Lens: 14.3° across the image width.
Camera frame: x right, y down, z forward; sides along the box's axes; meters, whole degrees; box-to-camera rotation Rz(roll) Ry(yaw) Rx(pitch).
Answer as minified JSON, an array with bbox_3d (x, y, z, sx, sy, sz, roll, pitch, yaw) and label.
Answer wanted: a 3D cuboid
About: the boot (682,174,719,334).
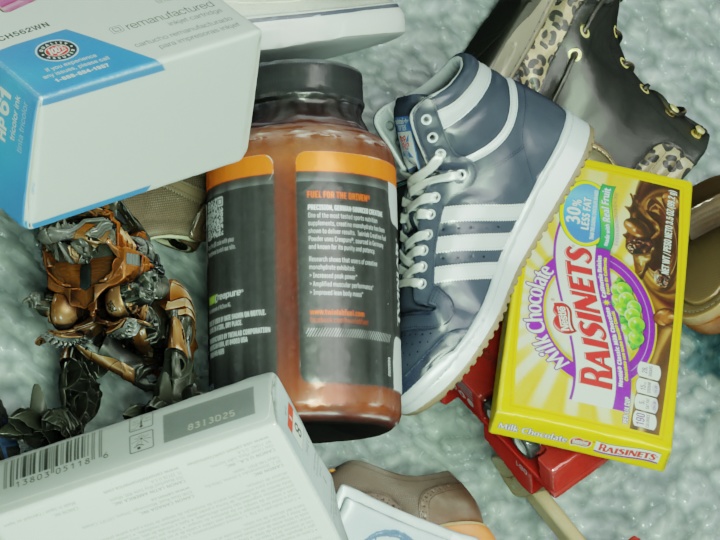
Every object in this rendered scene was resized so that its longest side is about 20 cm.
[{"bbox_3d":[0.244,0.039,1.769,0.077,0.200,0.155,-27,104,10],"label":"boot"}]

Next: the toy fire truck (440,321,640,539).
[{"bbox_3d":[0.103,0.110,1.683,0.049,0.141,0.200,-34,58,-17],"label":"toy fire truck"}]

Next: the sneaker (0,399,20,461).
[{"bbox_3d":[-0.239,0.072,1.500,0.200,0.077,0.076,60,10,-20],"label":"sneaker"}]

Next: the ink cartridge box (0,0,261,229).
[{"bbox_3d":[-0.171,-0.122,1.509,0.144,0.200,0.085,-21,134,-36],"label":"ink cartridge box"}]

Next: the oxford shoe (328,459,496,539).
[{"bbox_3d":[-0.021,0.150,1.626,0.200,0.071,0.073,0,50,-30],"label":"oxford shoe"}]

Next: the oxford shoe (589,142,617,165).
[{"bbox_3d":[0.155,0.019,1.731,0.071,0.074,0.200,-16,96,-5],"label":"oxford shoe"}]

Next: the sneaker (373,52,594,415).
[{"bbox_3d":[0.040,-0.026,1.600,0.108,0.070,0.200,35,74,-19],"label":"sneaker"}]

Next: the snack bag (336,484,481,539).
[{"bbox_3d":[0.030,0.234,1.609,0.200,0.021,0.189,23,91,-30],"label":"snack bag"}]

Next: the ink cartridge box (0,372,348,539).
[{"bbox_3d":[-0.081,0.156,1.503,0.050,0.162,0.200,-98,166,-49],"label":"ink cartridge box"}]

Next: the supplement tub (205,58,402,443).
[{"bbox_3d":[-0.031,-0.010,1.562,0.107,0.107,0.200,6,78,-32],"label":"supplement tub"}]

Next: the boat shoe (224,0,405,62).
[{"bbox_3d":[-0.065,-0.155,1.666,0.200,0.071,0.070,-7,84,-27],"label":"boat shoe"}]

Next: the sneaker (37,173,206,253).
[{"bbox_3d":[-0.099,-0.053,1.627,0.200,0.070,0.076,-29,111,-29],"label":"sneaker"}]

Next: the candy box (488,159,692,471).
[{"bbox_3d":[0.134,0.019,1.646,0.102,0.026,0.200,11,51,-2],"label":"candy box"}]

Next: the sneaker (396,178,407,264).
[{"bbox_3d":[0.000,0.000,1.667,0.200,0.079,0.076,-27,98,-16],"label":"sneaker"}]

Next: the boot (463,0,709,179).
[{"bbox_3d":[0.157,-0.130,1.796,0.151,0.073,0.200,44,63,-15],"label":"boot"}]

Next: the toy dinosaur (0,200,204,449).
[{"bbox_3d":[-0.119,0.038,1.537,0.200,0.102,0.136,38,44,-34],"label":"toy dinosaur"}]
